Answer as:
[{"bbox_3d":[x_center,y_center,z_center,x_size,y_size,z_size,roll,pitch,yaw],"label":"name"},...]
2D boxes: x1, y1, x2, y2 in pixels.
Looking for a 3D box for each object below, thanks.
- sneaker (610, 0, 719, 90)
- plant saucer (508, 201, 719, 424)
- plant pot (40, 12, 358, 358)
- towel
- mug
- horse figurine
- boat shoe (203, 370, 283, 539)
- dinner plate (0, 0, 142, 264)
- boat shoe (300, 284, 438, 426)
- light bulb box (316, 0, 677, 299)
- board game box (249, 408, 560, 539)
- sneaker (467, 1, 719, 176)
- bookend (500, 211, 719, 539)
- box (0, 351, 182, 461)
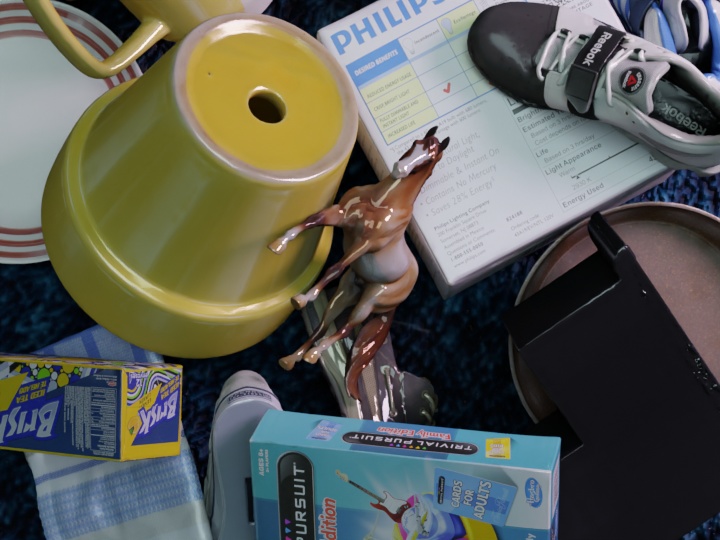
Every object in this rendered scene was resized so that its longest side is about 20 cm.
[{"bbox_3d":[0.226,-0.203,1.238,0.080,0.146,0.201,-9,84,-2],"label":"sneaker"},{"bbox_3d":[0.203,0.046,1.243,0.199,0.034,0.201,-1,105,-3],"label":"plant saucer"},{"bbox_3d":[-0.095,-0.067,1.163,0.200,0.189,0.202,12,59,-21],"label":"plant pot"},{"bbox_3d":[-0.180,0.140,1.223,0.146,0.024,0.201,-20,82,31],"label":"towel"},{"bbox_3d":[-0.145,-0.231,1.203,0.186,0.150,0.153,-34,123,2],"label":"mug"},{"bbox_3d":[0.000,0.000,1.153,0.050,0.200,0.132,36,61,28],"label":"horse figurine"},{"bbox_3d":[-0.083,0.164,1.235,0.074,0.086,0.203,-4,113,-6],"label":"boat shoe"},{"bbox_3d":[-0.253,-0.104,1.285,0.199,0.024,0.201,0,83,0],"label":"dinner plate"},{"bbox_3d":[0.021,0.098,1.241,0.073,0.074,0.201,-21,86,-3],"label":"boat shoe"},{"bbox_3d":[0.098,-0.115,1.238,0.198,0.125,0.201,-27,85,-3],"label":"light bulb box"},{"bbox_3d":[0.030,0.178,1.146,0.199,0.047,0.152,4,114,13],"label":"board game box"},{"bbox_3d":[0.167,-0.131,1.136,0.199,0.089,0.074,23,85,2],"label":"sneaker"},{"bbox_3d":[0.144,0.104,1.185,0.200,0.092,0.199,-35,106,6],"label":"bookend"},{"bbox_3d":[-0.223,0.091,1.195,0.199,0.070,0.065,3,90,31],"label":"box"}]
